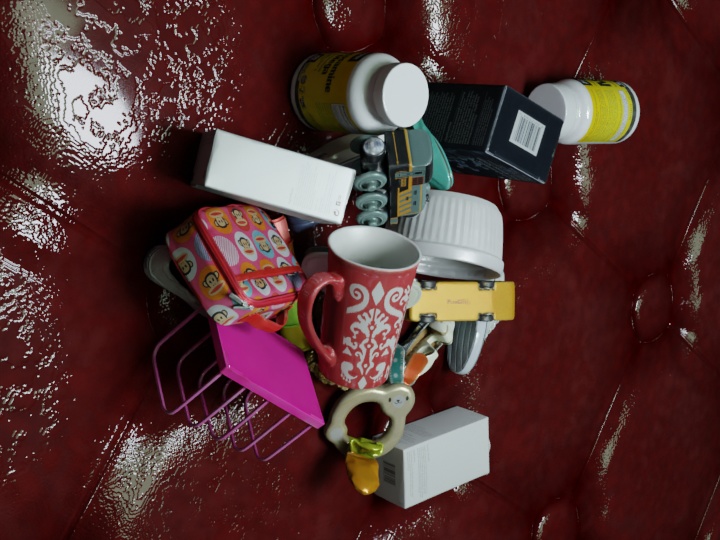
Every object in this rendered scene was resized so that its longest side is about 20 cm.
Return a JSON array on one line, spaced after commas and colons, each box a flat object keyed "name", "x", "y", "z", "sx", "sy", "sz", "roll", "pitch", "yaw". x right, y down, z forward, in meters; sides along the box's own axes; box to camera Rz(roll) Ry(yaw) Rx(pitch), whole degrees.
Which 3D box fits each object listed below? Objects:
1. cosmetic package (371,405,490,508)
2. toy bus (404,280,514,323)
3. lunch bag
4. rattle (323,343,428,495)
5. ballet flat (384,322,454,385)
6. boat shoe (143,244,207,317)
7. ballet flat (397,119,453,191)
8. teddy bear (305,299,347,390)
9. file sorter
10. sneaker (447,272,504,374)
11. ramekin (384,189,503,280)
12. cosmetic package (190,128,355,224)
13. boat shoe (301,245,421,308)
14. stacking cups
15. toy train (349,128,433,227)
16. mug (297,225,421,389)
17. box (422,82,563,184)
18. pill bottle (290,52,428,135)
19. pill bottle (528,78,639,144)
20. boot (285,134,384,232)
[{"name": "cosmetic package", "x": 0.121, "y": 0.310, "z": 1.802, "sx": 0.198, "sy": 0.084, "sz": 0.109, "roll": -12, "pitch": 107, "yaw": -39}, {"name": "toy bus", "x": 0.155, "y": 0.048, "z": 1.735, "sx": 0.198, "sy": 0.078, "sz": 0.066, "roll": 0, "pitch": 92, "yaw": -23}, {"name": "lunch bag", "x": -0.155, "y": 0.003, "z": 1.431, "sx": 0.177, "sy": 0.082, "sz": 0.200, "roll": 59, "pitch": 22, "yaw": 9}, {"name": "rattle", "x": 0.039, "y": 0.222, "z": 1.653, "sx": 0.200, "sy": 0.143, "sz": 0.130, "roll": -43, "pitch": 95, "yaw": 5}, {"name": "ballet flat", "x": 0.113, "y": 0.119, "z": 1.771, "sx": 0.201, "sy": 0.072, "sz": 0.072, "roll": -48, "pitch": 125, "yaw": -23}, {"name": "boat shoe", "x": -0.207, "y": 0.028, "z": 1.482, "sx": 0.199, "sy": 0.065, "sz": 0.074, "roll": 25, "pitch": 82, "yaw": -40}, {"name": "ballet flat", "x": 0.072, "y": -0.201, "z": 1.635, "sx": 0.070, "sy": 0.067, "sz": 0.202, "roll": -13, "pitch": 69, "yaw": -25}, {"name": "teddy bear", "x": -0.005, "y": 0.084, "z": 1.664, "sx": 0.200, "sy": 0.066, "sz": 0.146, "roll": -46, "pitch": 122, "yaw": -25}, {"name": "file sorter", "x": -0.170, "y": 0.155, "z": 1.472, "sx": 0.125, "sy": 0.140, "sz": 0.200, "roll": -38, "pitch": 134, "yaw": 16}, {"name": "sneaker", "x": 0.206, "y": 0.083, "z": 1.840, "sx": 0.070, "sy": 0.073, "sz": 0.202, "roll": 19, "pitch": 85, "yaw": -37}, {"name": "ramekin", "x": 0.129, "y": -0.056, "z": 1.673, "sx": 0.199, "sy": 0.199, "sz": 0.107, "roll": 15, "pitch": 79, "yaw": -41}, {"name": "cosmetic package", "x": -0.122, "y": -0.125, "z": 1.458, "sx": 0.198, "sy": 0.113, "sz": 0.082, "roll": 16, "pitch": 88, "yaw": -21}, {"name": "boat shoe", "x": -0.001, "y": 0.002, "z": 1.612, "sx": 0.200, "sy": 0.061, "sz": 0.072, "roll": 17, "pitch": 127, "yaw": -25}, {"name": "stacking cups", "x": -0.112, "y": 0.018, "z": 1.575, "sx": 0.060, "sy": 0.060, "sz": 0.202, "roll": -24, "pitch": 108, "yaw": -34}, {"name": "toy train", "x": 0.045, "y": -0.127, "z": 1.515, "sx": 0.201, "sy": 0.112, "sz": 0.086, "roll": 86, "pitch": -2, "yaw": -64}, {"name": "mug", "x": -0.016, "y": 0.055, "z": 1.523, "sx": 0.175, "sy": 0.134, "sz": 0.202, "roll": 2, "pitch": 119, "yaw": -16}, {"name": "box", "x": 0.187, "y": -0.217, "z": 1.683, "sx": 0.147, "sy": 0.199, "sz": 0.108, "roll": 20, "pitch": 86, "yaw": -40}, {"name": "pill bottle", "x": -0.001, "y": -0.250, "z": 1.516, "sx": 0.111, "sy": 0.199, "sz": 0.114, "roll": -9, "pitch": 104, "yaw": -39}, {"name": "pill bottle", "x": 0.391, "y": -0.280, "z": 1.901, "sx": 0.198, "sy": 0.114, "sz": 0.116, "roll": -7, "pitch": 103, "yaw": -40}, {"name": "boot", "x": -0.038, "y": -0.135, "z": 1.598, "sx": 0.199, "sy": 0.073, "sz": 0.091, "roll": -27, "pitch": 116, "yaw": -23}]
